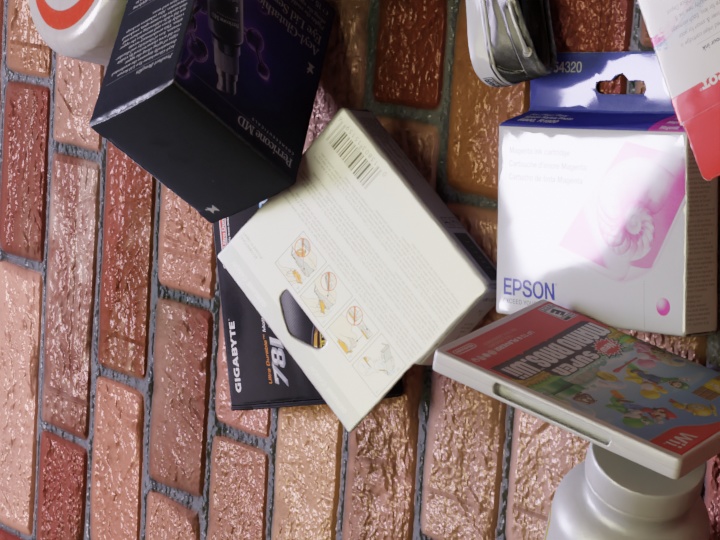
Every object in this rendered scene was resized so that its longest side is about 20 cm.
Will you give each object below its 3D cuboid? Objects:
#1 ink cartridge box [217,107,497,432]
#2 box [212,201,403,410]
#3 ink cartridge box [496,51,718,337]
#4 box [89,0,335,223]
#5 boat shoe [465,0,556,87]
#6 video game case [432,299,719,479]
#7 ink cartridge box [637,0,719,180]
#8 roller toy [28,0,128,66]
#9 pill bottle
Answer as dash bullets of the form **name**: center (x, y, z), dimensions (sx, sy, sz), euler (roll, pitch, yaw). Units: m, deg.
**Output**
- **ink cartridge box**: center (0.000, 0.000, 1.748), dimensions (0.174, 0.043, 0.200), euler (-48, 67, 23)
- **box**: center (-0.049, 0.016, 1.864), dimensions (0.198, 0.049, 0.202), euler (-7, 87, 49)
- **ink cartridge box**: center (0.178, -0.060, 1.589), dimensions (0.196, 0.043, 0.202), euler (5, 98, 51)
- **box**: center (-0.118, -0.167, 1.782), dimensions (0.104, 0.148, 0.201), euler (-22, 43, 37)
- **boat shoe**: center (0.112, -0.242, 1.629), dimensions (0.068, 0.073, 0.201), euler (-8, 83, 42)
- **video game case**: center (0.169, 0.078, 1.495), dimensions (0.199, 0.143, 0.018), euler (24, 118, 31)
- **ink cartridge box**: center (0.256, -0.174, 1.456), dimensions (0.116, 0.067, 0.202), euler (-28, 74, 45)
- **roller toy**: center (-0.202, -0.275, 1.955), dimensions (0.182, 0.139, 0.202), euler (-27, 62, 46)
- **pill bottle**: center (0.181, 0.200, 1.514), dimensions (0.112, 0.111, 0.201), euler (47, 143, 37)
